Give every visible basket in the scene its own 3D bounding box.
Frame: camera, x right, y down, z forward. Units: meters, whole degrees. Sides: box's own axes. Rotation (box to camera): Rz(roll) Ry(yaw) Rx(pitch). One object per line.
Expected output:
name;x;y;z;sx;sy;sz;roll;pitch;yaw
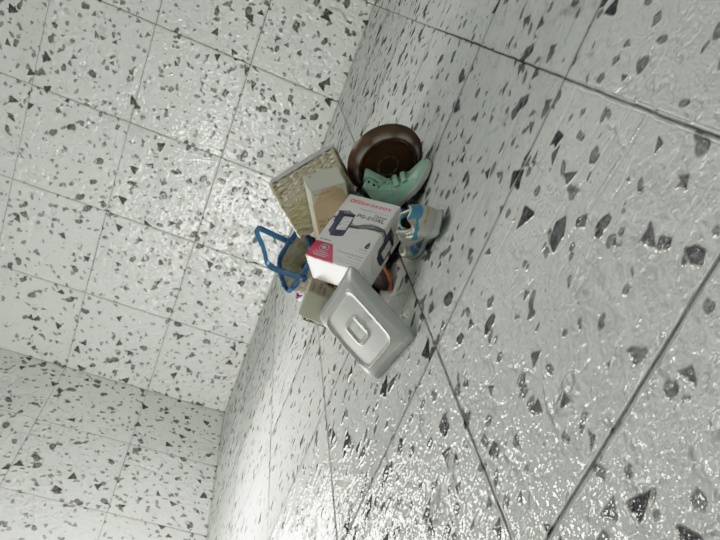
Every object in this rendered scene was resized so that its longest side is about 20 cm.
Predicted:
basket;-0.175;-0.033;1.703;0.140;0.197;0.178;-55;38;24
basket;-0.113;-0.193;1.665;0.197;0.137;0.124;-29;40;3

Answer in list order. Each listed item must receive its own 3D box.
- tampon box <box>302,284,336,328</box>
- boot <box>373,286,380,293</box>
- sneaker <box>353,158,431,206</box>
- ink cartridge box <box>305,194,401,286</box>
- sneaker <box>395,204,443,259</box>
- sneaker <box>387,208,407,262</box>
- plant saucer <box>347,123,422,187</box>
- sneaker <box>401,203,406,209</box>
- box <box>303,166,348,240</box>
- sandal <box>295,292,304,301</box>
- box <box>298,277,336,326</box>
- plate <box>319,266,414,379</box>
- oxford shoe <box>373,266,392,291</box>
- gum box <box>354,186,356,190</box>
tampon box;-0.065;0.077;1.827;0.200;0.123;0.154;152;135;-70
boot;-0.007;0.096;1.679;0.097;0.073;0.203;120;174;-61
sneaker;0.073;-0.218;1.589;0.200;0.118;0.074;-43;19;13
ink cartridge box;-0.007;-0.063;1.474;0.202;0.142;0.085;-56;-32;-30
sneaker;0.113;-0.088;1.427;0.200;0.079;0.078;123;161;-64
sneaker;0.063;-0.059;1.614;0.079;0.069;0.202;-76;13;-47
plant saucer;0.064;-0.263;1.626;0.203;0.196;0.032;-62;33;33
sneaker;0.051;-0.101;1.686;0.073;0.081;0.202;-88;21;-48
box;-0.073;-0.136;1.591;0.078;0.093;0.203;-116;12;-50
sandal;-0.150;0.029;1.852;0.203;0.049;0.084;129;155;-50
box;-0.041;0.096;1.543;0.083;0.196;0.070;-84;19;-68
plate;0.001;0.121;1.409;0.032;0.200;0.201;-33;-15;-41
oxford shoe;0.000;0.000;1.628;0.199;0.071;0.073;35;133;41
gum box;-0.002;-0.185;1.825;0.202;0.065;0.114;-58;-21;-18
